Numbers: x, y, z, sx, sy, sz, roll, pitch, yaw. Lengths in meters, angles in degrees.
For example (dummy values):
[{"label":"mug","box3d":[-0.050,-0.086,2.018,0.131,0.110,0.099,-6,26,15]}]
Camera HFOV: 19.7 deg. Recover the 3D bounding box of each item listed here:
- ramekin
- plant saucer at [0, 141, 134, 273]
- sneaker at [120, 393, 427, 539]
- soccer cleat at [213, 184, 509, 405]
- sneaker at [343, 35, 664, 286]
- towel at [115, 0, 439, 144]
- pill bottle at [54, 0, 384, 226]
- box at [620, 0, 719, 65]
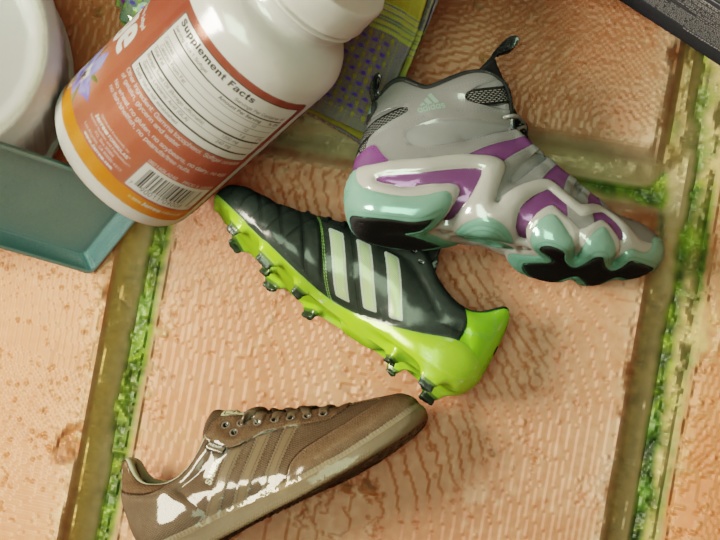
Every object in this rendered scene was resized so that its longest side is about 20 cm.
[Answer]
[{"label":"ramekin","box3d":[-0.273,-0.130,1.280,0.201,0.094,0.203,3,75,-12]},{"label":"plant saucer","box3d":[-0.213,-0.046,1.253,0.070,0.200,0.019,-48,57,17]},{"label":"sneaker","box3d":[-0.058,0.111,1.277,0.199,0.070,0.076,-28,82,6]},{"label":"soccer cleat","box3d":[0.000,0.000,1.284,0.200,0.068,0.081,36,76,8]},{"label":"sneaker","box3d":[0.095,-0.074,1.258,0.199,0.078,0.141,13,72,-12]},{"label":"towel","box3d":[-0.048,-0.174,1.283,0.199,0.023,0.144,28,120,6]},{"label":"pill bottle","box3d":[-0.083,-0.125,1.240,0.200,0.112,0.112,-39,81,29]},{"label":"box","box3d":[0.216,-0.210,1.186,0.104,0.200,0.148,34,91,8]}]
